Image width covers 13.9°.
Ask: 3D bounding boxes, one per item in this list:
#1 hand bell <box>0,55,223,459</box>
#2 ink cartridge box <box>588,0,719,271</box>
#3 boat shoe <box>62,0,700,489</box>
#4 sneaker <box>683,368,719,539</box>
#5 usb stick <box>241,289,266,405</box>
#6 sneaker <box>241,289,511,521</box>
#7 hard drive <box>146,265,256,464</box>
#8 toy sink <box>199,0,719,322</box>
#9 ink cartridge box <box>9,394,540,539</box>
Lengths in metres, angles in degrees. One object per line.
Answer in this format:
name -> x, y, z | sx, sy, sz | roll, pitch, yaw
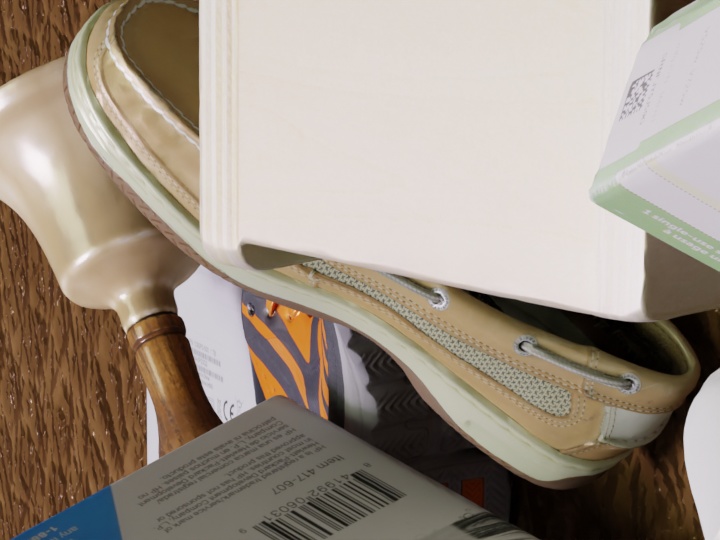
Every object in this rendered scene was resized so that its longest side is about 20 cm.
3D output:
hand bell -> -0.072, 0.030, 1.067 | 0.104, 0.104, 0.201 | -55, 48, 55
ink cartridge box -> 0.150, -0.022, 0.532 | 0.200, 0.145, 0.048 | -28, 36, 65
boat shoe -> 0.011, -0.021, 0.832 | 0.076, 0.200, 0.072 | -43, 17, 55
sneaker -> 0.110, 0.099, 0.709 | 0.075, 0.088, 0.200 | 107, 149, -42
usb stick -> -0.017, 0.024, 1.049 | 0.055, 0.033, 0.201 | -13, 82, 41
sneaker -> 0.000, 0.000, 0.956 | 0.112, 0.077, 0.201 | -137, 47, -55
hard drive -> -0.052, 0.087, 1.154 | 0.132, 0.026, 0.201 | -159, 66, -64
toy sink -> 0.036, -0.057, 0.724 | 0.199, 0.130, 0.113 | 12, 106, 44
ink cartridge box -> -0.009, 0.131, 0.839 | 0.200, 0.146, 0.085 | 28, 132, 42
